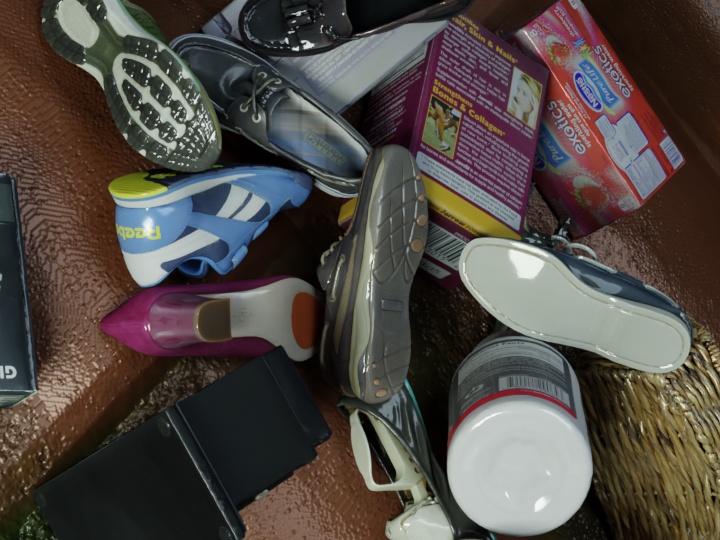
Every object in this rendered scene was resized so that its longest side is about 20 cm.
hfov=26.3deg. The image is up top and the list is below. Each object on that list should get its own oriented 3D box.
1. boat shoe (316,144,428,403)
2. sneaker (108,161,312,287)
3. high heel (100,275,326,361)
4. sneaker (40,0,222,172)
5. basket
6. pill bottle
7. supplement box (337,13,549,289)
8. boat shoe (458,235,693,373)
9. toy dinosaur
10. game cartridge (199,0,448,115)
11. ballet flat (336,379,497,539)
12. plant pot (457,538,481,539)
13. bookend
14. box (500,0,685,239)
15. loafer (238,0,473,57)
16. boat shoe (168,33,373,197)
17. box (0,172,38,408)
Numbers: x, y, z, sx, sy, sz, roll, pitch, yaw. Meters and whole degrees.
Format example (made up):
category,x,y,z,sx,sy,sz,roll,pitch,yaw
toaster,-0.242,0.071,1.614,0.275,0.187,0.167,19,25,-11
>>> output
category,x,y,z,sx,sy,sz,roll,pitch,yaw
boat shoe,0.000,0.000,1.201,0.074,0.073,0.202,18,78,-55
sneaker,-0.113,-0.040,1.181,0.199,0.073,0.083,-15,105,-49
high heel,-0.104,0.035,1.181,0.199,0.095,0.068,11,80,-58
sneaker,-0.154,-0.153,1.167,0.200,0.077,0.088,50,28,23
basket,0.287,0.135,1.346,0.149,0.142,0.202,-35,111,-41
pill bottle,0.124,0.119,1.227,0.111,0.110,0.200,49,15,-11
supplement box,0.074,-0.109,1.336,0.130,0.103,0.202,30,56,-25
boat shoe,0.177,0.019,1.257,0.198,0.076,0.062,18,24,6
toy dinosaur,0.153,-0.022,1.401,0.087,0.047,0.202,10,65,-19
game cartridge,-0.018,-0.212,1.279,0.199,0.038,0.130,-39,103,0
ballet flat,0.040,0.174,1.220,0.068,0.068,0.201,-23,76,-32
plant pot,0.080,0.331,1.113,0.183,0.200,0.201,-43,100,-29
bookend,-0.086,0.121,1.047,0.199,0.198,0.093,-29,88,-42
box,0.201,-0.146,1.457,0.100,0.095,0.201,-40,97,-42
loafer,-0.001,-0.218,1.232,0.198,0.063,0.073,-12,97,-4
boat shoe,-0.069,-0.125,1.230,0.199,0.066,0.070,37,79,-9
box,-0.318,0.010,1.013,0.199,0.046,0.161,4,69,-38
